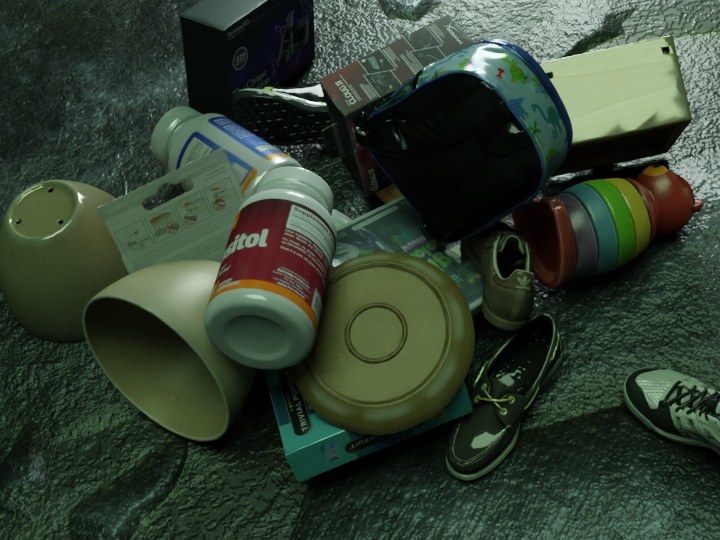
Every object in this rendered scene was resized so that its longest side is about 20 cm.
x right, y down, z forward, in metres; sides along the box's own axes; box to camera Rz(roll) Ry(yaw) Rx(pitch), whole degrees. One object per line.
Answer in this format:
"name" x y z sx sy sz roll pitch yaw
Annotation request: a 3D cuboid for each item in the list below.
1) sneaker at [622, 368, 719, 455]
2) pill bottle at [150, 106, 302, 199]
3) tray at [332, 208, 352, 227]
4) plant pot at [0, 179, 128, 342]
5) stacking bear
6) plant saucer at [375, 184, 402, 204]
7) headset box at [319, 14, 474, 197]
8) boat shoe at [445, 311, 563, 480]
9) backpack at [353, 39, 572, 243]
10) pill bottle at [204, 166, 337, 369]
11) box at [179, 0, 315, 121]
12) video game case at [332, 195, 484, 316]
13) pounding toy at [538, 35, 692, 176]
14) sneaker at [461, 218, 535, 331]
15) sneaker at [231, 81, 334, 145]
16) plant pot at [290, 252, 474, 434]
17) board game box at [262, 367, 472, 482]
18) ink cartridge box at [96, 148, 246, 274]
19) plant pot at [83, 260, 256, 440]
"sneaker" 0.358 0.142 1.136 0.199 0.088 0.076 27 66 29
"pill bottle" -0.172 -0.130 1.426 0.199 0.112 0.112 34 67 30
"tray" 0.000 0.000 1.353 0.199 0.022 0.107 34 69 30
"plant pot" -0.366 -0.032 1.384 0.198 0.135 0.202 -6 55 8
"stacking bear" 0.289 -0.061 1.283 0.198 0.115 0.121 -18 17 -14
"plant saucer" 0.103 -0.152 1.430 0.198 0.038 0.202 -6 54 8
"headset box" 0.047 -0.192 1.355 0.199 0.149 0.077 -28 53 -7
"boat shoe" 0.151 0.130 1.204 0.071 0.061 0.202 25 64 25
"backpack" 0.128 -0.151 1.216 0.184 0.199 0.147 53 52 -9
"pill bottle" -0.086 -0.008 1.158 0.112 0.114 0.201 0 47 12
"box" -0.145 -0.309 1.498 0.078 0.142 0.200 21 45 25
"video game case" 0.062 -0.006 1.277 0.181 0.023 0.199 39 41 23
"pounding toy" 0.273 -0.203 1.350 0.182 0.200 0.144 -11 82 4
"sneaker" 0.164 -0.021 1.255 0.070 0.076 0.201 9 37 -14
"sneaker" -0.072 -0.210 1.479 0.198 0.072 0.083 7 38 -12
"plant pot" 0.018 0.068 1.165 0.198 0.028 0.202 -4 65 10
"board game box" 0.003 0.127 1.219 0.198 0.047 0.151 -22 36 -1
"ink cartridge box" -0.198 -0.034 1.309 0.160 0.201 0.050 -27 34 -8
"plant pot" -0.185 0.067 1.240 0.199 0.202 0.135 22 49 25
